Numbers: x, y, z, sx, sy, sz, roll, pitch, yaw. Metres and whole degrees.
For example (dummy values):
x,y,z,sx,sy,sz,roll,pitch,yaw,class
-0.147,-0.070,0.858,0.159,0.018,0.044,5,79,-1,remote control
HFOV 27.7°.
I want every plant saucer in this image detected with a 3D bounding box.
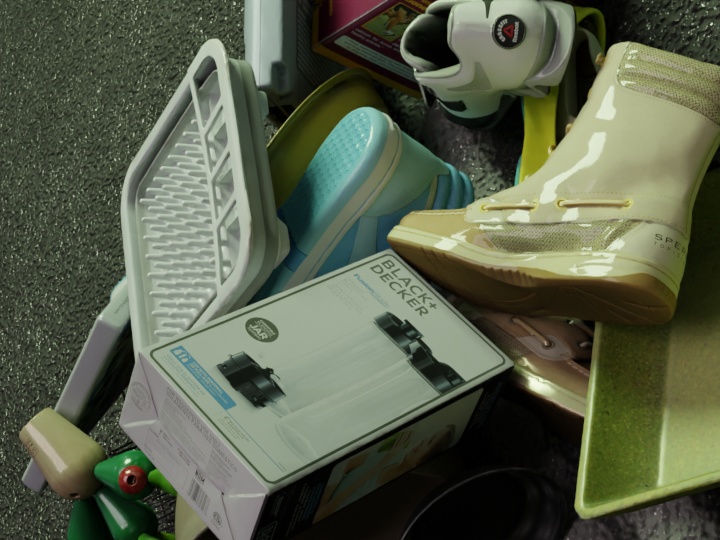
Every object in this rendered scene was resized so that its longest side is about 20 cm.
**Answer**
x,y,z,sx,sy,sz,roll,pitch,yaw,class
0.210,0.030,0.769,0.199,0.048,0.201,-27,40,44,plant saucer

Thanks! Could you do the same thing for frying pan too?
x,y,z,sx,sy,sz,roll,pitch,yaw,class
0.077,0.186,0.901,0.031,0.114,0.191,-123,14,-48,frying pan

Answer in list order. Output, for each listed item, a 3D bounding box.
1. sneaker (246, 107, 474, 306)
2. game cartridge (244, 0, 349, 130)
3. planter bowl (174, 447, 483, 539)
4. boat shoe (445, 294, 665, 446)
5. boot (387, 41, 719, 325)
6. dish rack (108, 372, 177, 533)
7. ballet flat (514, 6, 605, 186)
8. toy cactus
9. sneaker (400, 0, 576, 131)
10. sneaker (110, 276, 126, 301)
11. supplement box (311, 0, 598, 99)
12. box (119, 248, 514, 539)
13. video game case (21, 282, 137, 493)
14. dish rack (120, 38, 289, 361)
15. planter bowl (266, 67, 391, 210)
x,y,z,sx,sy,sz,roll,pitch,yaw,class
0.000,0.000,0.962,0.200,0.130,0.080,-50,33,26,sneaker
-0.044,-0.165,1.089,0.040,0.200,0.135,0,77,14,game cartridge
-0.030,0.129,0.950,0.200,0.199,0.136,-45,43,32,planter bowl
0.118,0.055,0.890,0.199,0.071,0.065,27,77,41,boat shoe
0.118,-0.055,0.856,0.199,0.073,0.157,6,66,46,boot
-0.142,0.178,1.134,0.153,0.054,0.202,0,106,52,dish rack
0.135,-0.080,0.929,0.067,0.067,0.202,-16,63,37,ballet flat
-0.184,0.174,1.041,0.165,0.102,0.200,44,145,7,toy cactus
0.064,-0.139,0.930,0.200,0.088,0.075,153,125,-78,sneaker
-0.146,0.006,1.258,0.200,0.076,0.081,-51,49,38,sneaker
0.068,-0.209,1.022,0.199,0.110,0.086,-24,57,45,supplement box
-0.022,0.069,0.827,0.117,0.199,0.060,44,133,27,box
-0.182,0.055,1.130,0.201,0.022,0.183,-58,-1,38,video game case
-0.102,-0.032,0.952,0.200,0.043,0.173,-45,48,49,dish rack
-0.016,-0.038,1.054,0.083,0.200,0.201,33,107,14,planter bowl
